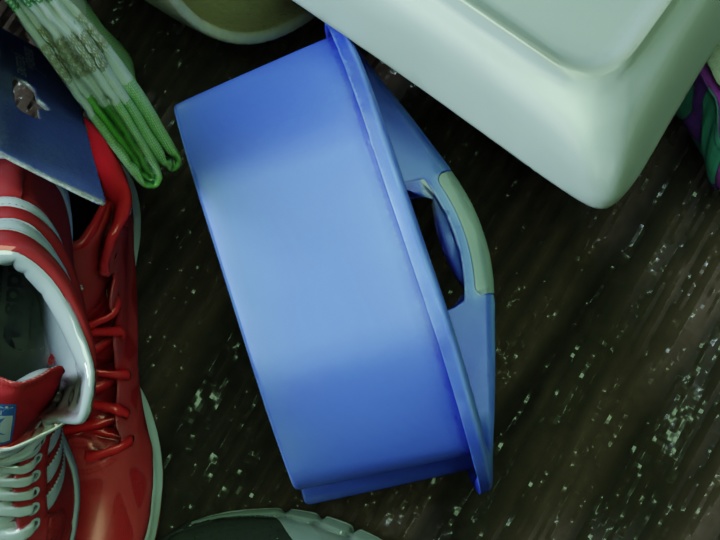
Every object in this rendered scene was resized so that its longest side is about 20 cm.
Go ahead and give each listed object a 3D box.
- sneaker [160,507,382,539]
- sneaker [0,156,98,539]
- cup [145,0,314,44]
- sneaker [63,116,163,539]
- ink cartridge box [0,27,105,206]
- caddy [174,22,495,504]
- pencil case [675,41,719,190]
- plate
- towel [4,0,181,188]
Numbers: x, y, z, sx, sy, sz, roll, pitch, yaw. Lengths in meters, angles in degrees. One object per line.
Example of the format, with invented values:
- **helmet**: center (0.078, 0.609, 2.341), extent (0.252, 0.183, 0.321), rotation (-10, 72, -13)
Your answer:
- **sneaker**: center (0.008, 0.137, 0.777), extent (0.199, 0.116, 0.076), rotation (15, 77, 1)
- **sneaker**: center (-0.133, 0.065, 0.712), extent (0.071, 0.113, 0.201), rotation (0, 111, -10)
- **cup**: center (-0.081, -0.212, 0.833), extent (0.143, 0.200, 0.201), rotation (22, 76, 30)
- **sneaker**: center (-0.123, 0.033, 0.796), extent (0.078, 0.116, 0.202), rotation (-7, 77, -4)
- **ink cartridge box**: center (-0.182, -0.109, 0.716), extent (0.199, 0.198, 0.047), rotation (23, 104, -19)
- **caddy**: center (0.000, 0.000, 0.796), extent (0.104, 0.141, 0.201), rotation (-18, 79, -1)
- **pencil case**: center (0.136, -0.138, 0.857), extent (0.085, 0.092, 0.201), rotation (-38, 77, 25)
- **plate**: center (0.069, -0.155, 0.784), extent (0.199, 0.032, 0.200), rotation (35, 66, 1)
- **towel**: center (-0.138, -0.139, 0.772), extent (0.031, 0.149, 0.200), rotation (-32, 124, 2)
